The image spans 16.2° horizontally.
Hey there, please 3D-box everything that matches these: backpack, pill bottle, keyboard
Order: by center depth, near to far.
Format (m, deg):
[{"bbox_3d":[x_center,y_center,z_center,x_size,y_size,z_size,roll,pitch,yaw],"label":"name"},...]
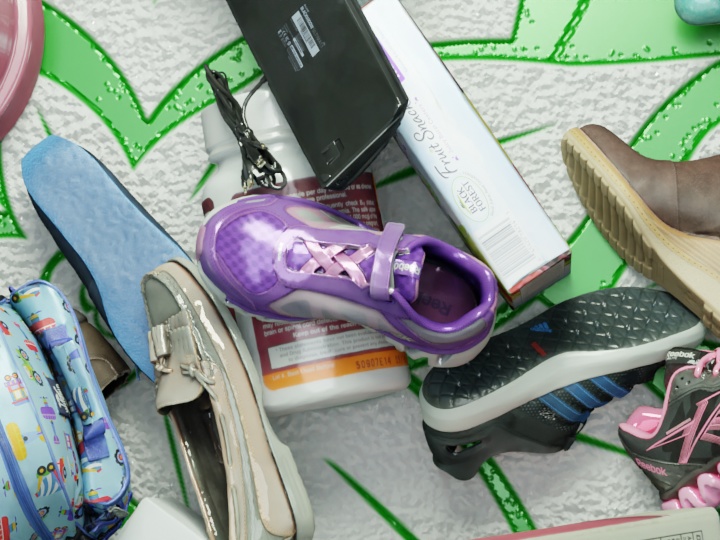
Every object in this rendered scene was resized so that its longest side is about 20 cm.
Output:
[{"bbox_3d":[-0.219,0.093,1.520,0.134,0.200,0.184,-20,78,-6],"label":"backpack"},{"bbox_3d":[-0.046,-0.127,1.556,0.127,0.021,0.201,-42,53,22],"label":"keyboard"},{"bbox_3d":[-0.039,-0.013,1.624,0.113,0.114,0.202,-11,85,4],"label":"pill bottle"}]

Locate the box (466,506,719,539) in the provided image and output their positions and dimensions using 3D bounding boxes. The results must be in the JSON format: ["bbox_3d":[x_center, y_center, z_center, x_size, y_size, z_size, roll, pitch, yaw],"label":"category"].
[{"bbox_3d":[0.121,0.222,1.548,0.199,0.109,0.129,-4,85,-32],"label":"box"}]

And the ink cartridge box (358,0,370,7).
[{"bbox_3d":[-0.017,-0.265,1.658,0.145,0.083,0.201,37,89,7],"label":"ink cartridge box"}]

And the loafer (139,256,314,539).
[{"bbox_3d":[-0.095,0.089,1.566,0.063,0.072,0.201,-21,80,-30],"label":"loafer"}]

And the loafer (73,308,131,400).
[{"bbox_3d":[-0.215,0.125,1.646,0.071,0.073,0.201,28,88,7],"label":"loafer"}]

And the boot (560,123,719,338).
[{"bbox_3d":[0.247,-0.056,1.640,0.166,0.072,0.200,-39,72,-15],"label":"boot"}]

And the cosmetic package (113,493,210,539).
[{"bbox_3d":[-0.073,0.230,1.609,0.199,0.113,0.081,34,88,8],"label":"cosmetic package"}]

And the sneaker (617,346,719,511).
[{"bbox_3d":[0.233,0.078,1.572,0.096,0.079,0.200,51,129,8],"label":"sneaker"}]

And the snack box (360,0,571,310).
[{"bbox_3d":[0.060,-0.073,1.606,0.053,0.142,0.201,-34,84,0],"label":"snack box"}]

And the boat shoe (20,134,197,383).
[{"bbox_3d":[-0.145,-0.004,1.657,0.084,0.069,0.201,-29,82,-3],"label":"boat shoe"}]

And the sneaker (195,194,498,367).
[{"bbox_3d":[0.000,0.000,1.528,0.199,0.088,0.081,16,79,-13],"label":"sneaker"}]

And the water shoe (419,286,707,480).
[{"bbox_3d":[0.130,0.072,1.634,0.199,0.072,0.079,-17,128,-13],"label":"water shoe"}]

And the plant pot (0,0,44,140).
[{"bbox_3d":[-0.315,-0.166,1.626,0.198,0.179,0.202,0,85,4],"label":"plant pot"}]

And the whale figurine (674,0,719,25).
[{"bbox_3d":[0.251,-0.231,1.624,0.199,0.104,0.160,35,89,7],"label":"whale figurine"}]
